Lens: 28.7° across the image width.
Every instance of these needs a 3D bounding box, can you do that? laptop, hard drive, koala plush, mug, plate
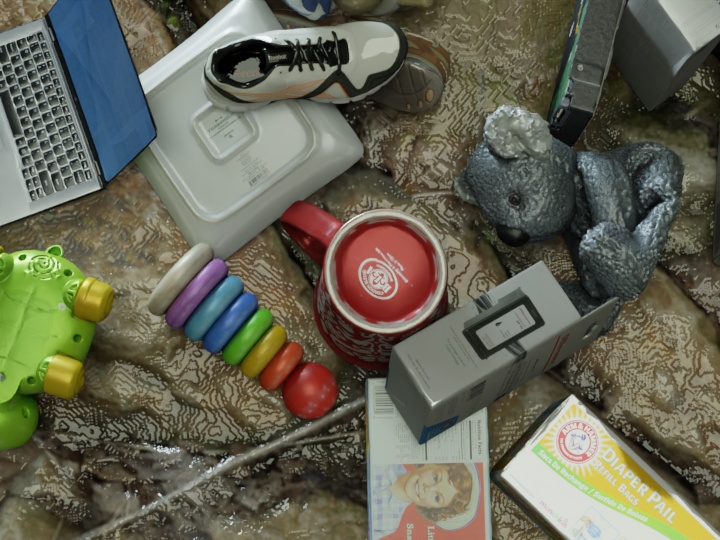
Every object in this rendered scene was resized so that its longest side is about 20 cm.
[{"bbox_3d":[-0.309,-0.167,1.352,0.198,0.116,0.189,-20,81,-4],"label":"laptop"},{"bbox_3d":[0.223,-0.230,1.355,0.037,0.140,0.202,16,81,2],"label":"hard drive"},{"bbox_3d":[0.187,-0.069,1.324,0.199,0.178,0.185,26,68,4],"label":"koala plush"},{"bbox_3d":[0.000,0.012,1.285,0.176,0.200,0.135,13,82,1],"label":"mug"},{"bbox_3d":[-0.129,-0.138,1.367,0.199,0.032,0.201,-35,87,7],"label":"plate"}]

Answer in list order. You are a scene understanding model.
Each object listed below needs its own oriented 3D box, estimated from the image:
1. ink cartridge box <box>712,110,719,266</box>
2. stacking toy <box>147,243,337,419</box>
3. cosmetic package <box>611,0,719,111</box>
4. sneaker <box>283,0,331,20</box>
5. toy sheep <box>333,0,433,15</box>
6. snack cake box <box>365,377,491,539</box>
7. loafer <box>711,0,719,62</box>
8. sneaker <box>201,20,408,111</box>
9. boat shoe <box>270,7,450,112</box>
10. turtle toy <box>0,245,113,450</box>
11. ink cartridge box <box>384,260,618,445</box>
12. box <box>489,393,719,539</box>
[{"bbox_3d":[0.442,-0.100,1.385,0.174,0.045,0.202,5,82,1],"label":"ink cartridge box"},{"bbox_3d":[-0.106,0.069,1.342,0.200,0.085,0.085,42,83,0],"label":"stacking toy"},{"bbox_3d":[0.286,-0.221,1.323,0.050,0.200,0.083,-36,84,-5],"label":"cosmetic package"},{"bbox_3d":[-0.080,-0.284,1.333,0.087,0.200,0.076,6,102,-19],"label":"sneaker"},{"bbox_3d":[0.035,-0.322,1.374,0.137,0.138,0.200,36,61,5],"label":"toy sheep"},{"bbox_3d":[0.063,0.202,1.324,0.114,0.067,0.202,0,81,-3],"label":"snack cake box"},{"bbox_3d":[0.348,-0.248,1.369,0.068,0.071,0.201,-31,58,-25],"label":"loafer"},{"bbox_3d":[-0.051,-0.191,1.304,0.198,0.080,0.074,-13,85,-1],"label":"sneaker"},{"bbox_3d":[-0.003,-0.217,1.393,0.198,0.076,0.072,22,48,11],"label":"boat shoe"},{"bbox_3d":[-0.317,0.072,1.323,0.145,0.101,0.202,19,82,2],"label":"turtle toy"},{"bbox_3d":[0.124,0.065,1.260,0.199,0.116,0.068,-29,72,-14],"label":"ink cartridge box"},{"bbox_3d":[0.226,0.221,1.300,0.200,0.113,0.101,43,83,7],"label":"box"}]
